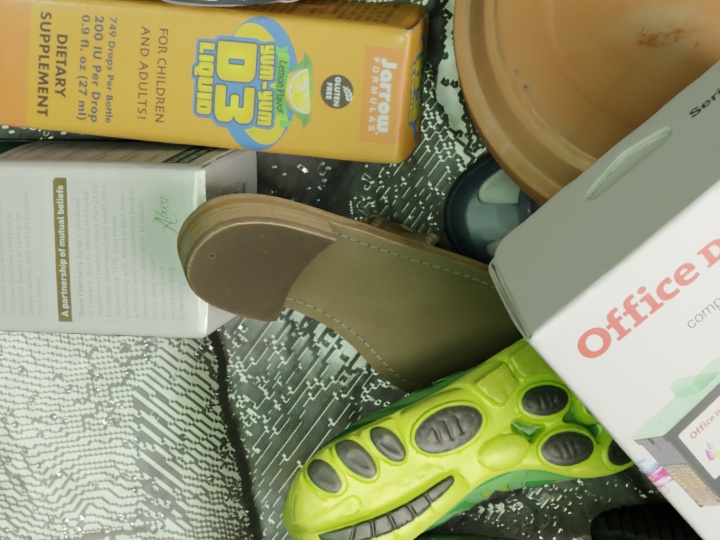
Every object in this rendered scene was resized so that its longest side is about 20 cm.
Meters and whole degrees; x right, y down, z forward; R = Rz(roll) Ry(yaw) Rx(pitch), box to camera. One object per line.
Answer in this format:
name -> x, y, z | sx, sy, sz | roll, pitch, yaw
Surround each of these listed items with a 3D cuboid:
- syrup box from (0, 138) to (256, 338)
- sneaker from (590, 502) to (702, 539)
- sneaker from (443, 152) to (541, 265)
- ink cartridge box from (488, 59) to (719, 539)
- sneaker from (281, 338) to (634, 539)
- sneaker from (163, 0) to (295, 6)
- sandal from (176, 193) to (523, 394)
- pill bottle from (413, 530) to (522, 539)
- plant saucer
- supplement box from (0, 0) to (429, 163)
syrup box -> -0.153, -0.018, 0.981 | 0.198, 0.079, 0.082 | 3, 101, 15
sneaker -> 0.199, 0.165, 0.975 | 0.198, 0.074, 0.089 | 13, 101, 7
sneaker -> 0.131, -0.033, 0.942 | 0.198, 0.082, 0.071 | -10, 101, 11
ink cartridge box -> 0.170, 0.033, 0.851 | 0.145, 0.084, 0.200 | -40, 112, 9
sneaker -> 0.051, 0.075, 0.967 | 0.198, 0.083, 0.075 | -18, 92, -18
sneaker -> -0.097, -0.165, 0.920 | 0.198, 0.140, 0.078 | 13, 107, 6
sandal -> 0.003, -0.004, 0.961 | 0.211, 0.070, 0.078 | 21, 122, -36
pill bottle -> 0.080, 0.177, 0.930 | 0.199, 0.113, 0.115 | -2, 103, 45
plant saucer -> 0.138, -0.110, 0.908 | 0.198, 0.032, 0.202 | -3, 73, 9
supplement box -> -0.070, -0.095, 0.970 | 0.198, 0.069, 0.067 | 5, 104, 5
